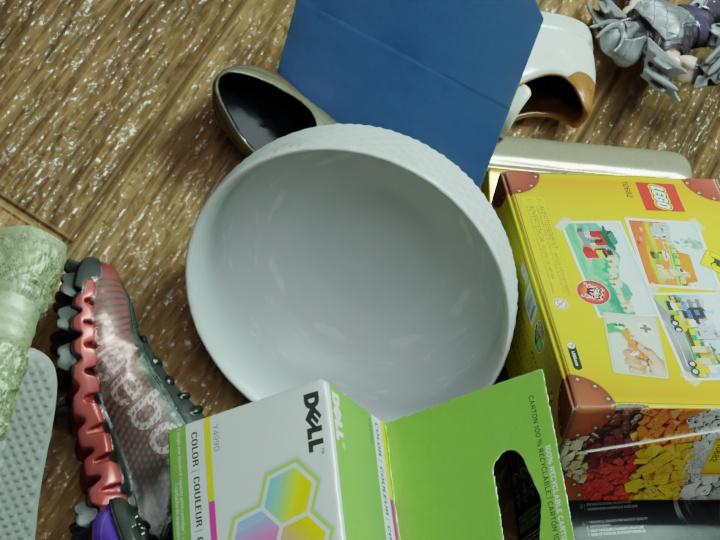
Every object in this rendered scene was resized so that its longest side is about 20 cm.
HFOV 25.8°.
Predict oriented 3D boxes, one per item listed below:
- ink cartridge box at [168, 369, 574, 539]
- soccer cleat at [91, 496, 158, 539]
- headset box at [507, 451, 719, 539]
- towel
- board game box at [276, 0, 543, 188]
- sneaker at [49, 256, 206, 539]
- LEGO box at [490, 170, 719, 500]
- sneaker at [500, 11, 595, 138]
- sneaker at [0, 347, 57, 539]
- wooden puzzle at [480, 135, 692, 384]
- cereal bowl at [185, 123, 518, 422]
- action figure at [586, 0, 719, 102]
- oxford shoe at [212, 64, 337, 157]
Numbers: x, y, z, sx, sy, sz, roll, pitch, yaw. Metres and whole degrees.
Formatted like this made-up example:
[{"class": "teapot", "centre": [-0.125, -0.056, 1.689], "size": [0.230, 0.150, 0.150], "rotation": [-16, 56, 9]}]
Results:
[{"class": "ink cartridge box", "centre": [0.004, 0.132, 0.820], "size": [0.198, 0.076, 0.149], "rotation": [-20, 59, 22]}, {"class": "soccer cleat", "centre": [-0.121, 0.224, 0.848], "size": [0.072, 0.068, 0.202], "rotation": [-16, 100, -3]}, {"class": "headset box", "centre": [0.191, 0.181, 0.955], "size": [0.172, 0.093, 0.202], "rotation": [-2, 70, -14]}, {"class": "towel", "centre": [-0.266, 0.041, 0.865], "size": [0.197, 0.037, 0.150], "rotation": [-4, 51, 18]}, {"class": "board game box", "centre": [0.033, -0.144, 1.002], "size": [0.157, 0.202, 0.039], "rotation": [28, 37, 13]}, {"class": "sneaker", "centre": [-0.129, 0.087, 0.924], "size": [0.097, 0.071, 0.203], "rotation": [-7, 73, -16]}, {"class": "LEGO box", "centre": [0.164, 0.034, 0.935], "size": [0.147, 0.078, 0.201], "rotation": [2, 43, -12]}, {"class": "sneaker", "centre": [0.069, -0.138, 1.052], "size": [0.197, 0.073, 0.086], "rotation": [5, 58, -13]}, {"class": "sneaker", "centre": [-0.241, 0.136, 0.882], "size": [0.103, 0.075, 0.203], "rotation": [9, 83, 20]}, {"class": "wooden puzzle", "centre": [0.141, 0.001, 1.043], "size": [0.183, 0.037, 0.203], "rotation": [4, 68, -12]}, {"class": "cereal bowl", "centre": [0.000, 0.000, 0.940], "size": [0.199, 0.201, 0.084], "rotation": [30, 32, -1]}, {"class": "action figure", "centre": [0.247, -0.177, 1.115], "size": [0.198, 0.070, 0.131], "rotation": [-10, 54, -26]}, {"class": "oxford shoe", "centre": [-0.019, -0.057, 0.994], "size": [0.199, 0.075, 0.071], "rotation": [36, 94, 6]}]
